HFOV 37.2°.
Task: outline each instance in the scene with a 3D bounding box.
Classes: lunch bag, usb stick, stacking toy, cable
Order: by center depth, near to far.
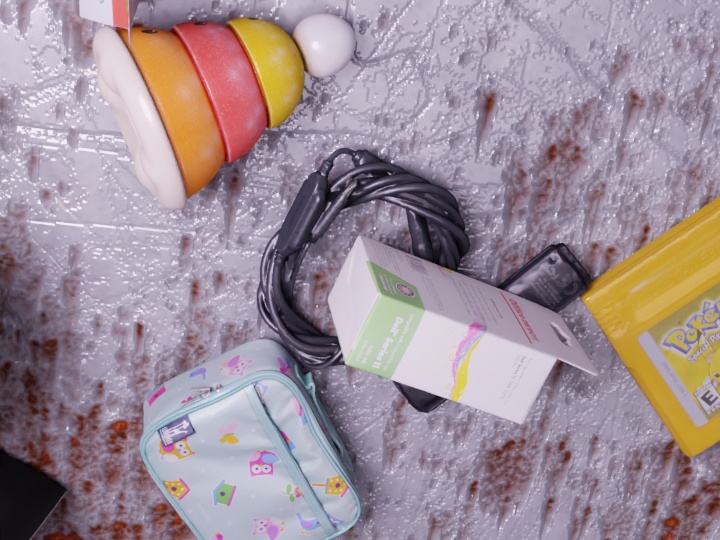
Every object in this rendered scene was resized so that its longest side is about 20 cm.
[{"bbox_3d":[-0.095,-0.148,0.830,0.198,0.146,0.148,-25,113,-14],"label":"stacking toy"},{"bbox_3d":[0.000,0.000,0.922,0.162,0.051,0.202,20,111,-19],"label":"cable"},{"bbox_3d":[-0.093,0.166,0.954,0.159,0.077,0.201,-24,117,8],"label":"lunch bag"},{"bbox_3d":[0.114,0.053,0.954,0.199,0.033,0.056,-39,102,11],"label":"usb stick"}]

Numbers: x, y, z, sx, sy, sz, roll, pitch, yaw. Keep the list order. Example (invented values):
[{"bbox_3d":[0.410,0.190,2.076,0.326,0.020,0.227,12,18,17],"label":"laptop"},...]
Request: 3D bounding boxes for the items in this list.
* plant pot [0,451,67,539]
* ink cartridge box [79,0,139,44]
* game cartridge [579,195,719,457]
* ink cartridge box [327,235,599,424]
[{"bbox_3d":[-0.406,0.242,0.918,0.177,0.200,0.200,40,104,-5],"label":"plant pot"},{"bbox_3d":[-0.177,-0.250,0.723,0.056,0.200,0.165,-1,112,-6],"label":"ink cartridge box"},{"bbox_3d":[0.320,0.050,0.967,0.175,0.033,0.201,-35,111,10],"label":"game cartridge"},{"bbox_3d":[0.081,0.053,0.866,0.198,0.117,0.068,20,110,-17],"label":"ink cartridge box"}]
